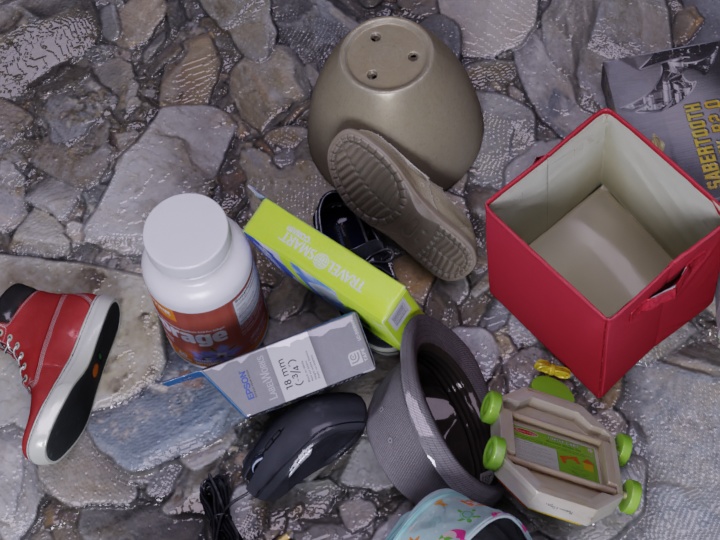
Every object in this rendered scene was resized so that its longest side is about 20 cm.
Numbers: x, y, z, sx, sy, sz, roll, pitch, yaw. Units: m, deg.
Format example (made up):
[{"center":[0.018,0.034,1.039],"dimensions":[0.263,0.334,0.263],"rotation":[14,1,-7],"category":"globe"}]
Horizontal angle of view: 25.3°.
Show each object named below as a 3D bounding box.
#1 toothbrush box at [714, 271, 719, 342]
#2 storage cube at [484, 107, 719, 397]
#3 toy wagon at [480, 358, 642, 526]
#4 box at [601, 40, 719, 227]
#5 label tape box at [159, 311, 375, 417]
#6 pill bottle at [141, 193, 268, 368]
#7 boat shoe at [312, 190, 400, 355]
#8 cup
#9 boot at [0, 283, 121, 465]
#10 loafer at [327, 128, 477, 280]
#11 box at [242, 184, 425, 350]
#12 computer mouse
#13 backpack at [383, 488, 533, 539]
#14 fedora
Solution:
[{"center":[0.459,0.004,1.594],"dimensions":[0.198,0.146,0.087],"rotation":[1,61,7],"category":"toothbrush box"},{"center":[0.242,-0.017,1.608],"dimensions":[0.171,0.180,0.200],"rotation":[-38,64,-15],"category":"storage cube"},{"center":[0.191,0.164,1.563],"dimensions":[0.154,0.040,0.201],"rotation":[19,32,-11],"category":"toy wagon"},{"center":[0.359,-0.149,1.742],"dimensions":[0.157,0.048,0.201],"rotation":[-9,61,0],"category":"box"},{"center":[-0.091,0.106,1.589],"dimensions":[0.199,0.144,0.064],"rotation":[-20,86,-6],"category":"label tape box"},{"center":[-0.159,0.010,1.620],"dimensions":[0.111,0.200,0.113],"rotation":[-3,61,5],"category":"pill bottle"},{"center":[0.000,0.000,1.690],"dimensions":[0.074,0.062,0.201],"rotation":[-20,63,-8],"category":"boat shoe"},{"center":[0.032,-0.193,1.745],"dimensions":[0.199,0.144,0.202],"rotation":[-3,61,5],"category":"cup"},{"center":[-0.346,0.105,1.664],"dimensions":[0.143,0.073,0.201],"rotation":[9,55,10],"category":"boot"},{"center":[0.046,-0.073,1.695],"dimensions":[0.200,0.068,0.076],"rotation":[46,116,-6],"category":"loafer"},{"center":[-0.032,-0.001,1.599],"dimensions":[0.199,0.122,0.048],"rotation":[33,83,21],"category":"box"},{"center":[-0.077,0.197,1.540],"dimensions":[0.199,0.046,0.141],"rotation":[-34,38,12],"category":"computer mouse"},{"center":[0.085,0.297,1.444],"dimensions":[0.150,0.200,0.178],"rotation":[21,65,38],"category":"backpack"},{"center":[0.065,0.153,1.565],"dimensions":[0.090,0.177,0.201],"rotation":[-30,58,23],"category":"fedora"}]
